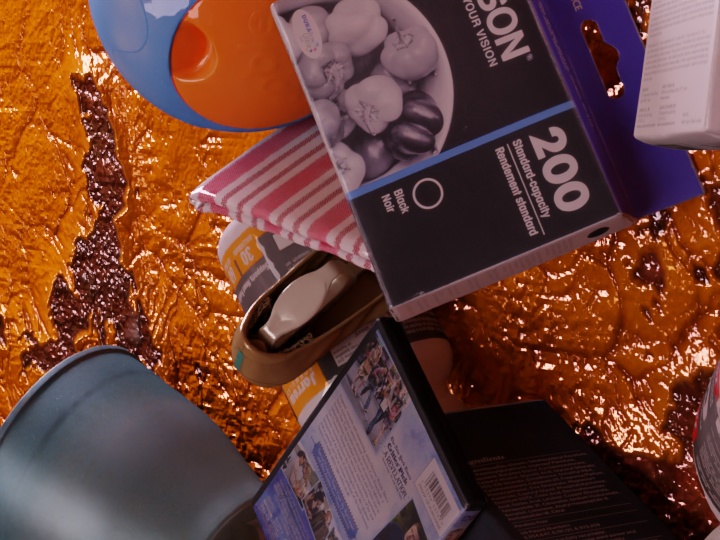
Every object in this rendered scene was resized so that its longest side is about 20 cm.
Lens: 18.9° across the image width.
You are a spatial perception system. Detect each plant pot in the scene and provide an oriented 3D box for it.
[{"bbox_3d":[-0.163,0.187,1.661,0.187,0.200,0.201,28,123,27],"label":"plant pot"}]

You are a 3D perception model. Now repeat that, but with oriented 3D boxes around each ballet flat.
[{"bbox_3d":[0.000,0.000,1.378,0.069,0.200,0.063,44,170,15],"label":"ballet flat"}]

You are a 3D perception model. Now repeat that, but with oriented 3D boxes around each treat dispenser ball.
[{"bbox_3d":[-0.078,-0.191,1.407,0.200,0.200,0.202,20,116,48],"label":"treat dispenser ball"}]

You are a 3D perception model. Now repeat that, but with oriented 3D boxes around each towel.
[{"bbox_3d":[0.003,-0.055,1.373,0.199,0.146,0.030,19,133,43],"label":"towel"}]

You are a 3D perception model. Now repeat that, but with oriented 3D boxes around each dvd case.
[{"bbox_3d":[0.000,0.146,1.360,0.200,0.017,0.143,-56,47,39],"label":"dvd case"}]

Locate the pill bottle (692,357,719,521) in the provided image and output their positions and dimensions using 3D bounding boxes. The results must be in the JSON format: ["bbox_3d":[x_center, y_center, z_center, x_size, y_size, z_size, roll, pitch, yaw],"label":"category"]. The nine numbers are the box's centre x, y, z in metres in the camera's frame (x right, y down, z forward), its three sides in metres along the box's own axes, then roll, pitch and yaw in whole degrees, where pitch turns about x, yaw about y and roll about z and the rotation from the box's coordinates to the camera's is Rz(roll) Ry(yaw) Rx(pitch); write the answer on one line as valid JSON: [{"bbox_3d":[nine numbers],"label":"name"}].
[{"bbox_3d":[0.228,0.081,1.098,0.200,0.113,0.114,82,163,-73],"label":"pill bottle"}]

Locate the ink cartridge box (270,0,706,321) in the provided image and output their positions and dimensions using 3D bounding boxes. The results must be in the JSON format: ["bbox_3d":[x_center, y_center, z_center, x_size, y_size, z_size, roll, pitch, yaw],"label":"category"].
[{"bbox_3d":[0.074,-0.100,1.256,0.043,0.199,0.199,63,-175,-79],"label":"ink cartridge box"}]

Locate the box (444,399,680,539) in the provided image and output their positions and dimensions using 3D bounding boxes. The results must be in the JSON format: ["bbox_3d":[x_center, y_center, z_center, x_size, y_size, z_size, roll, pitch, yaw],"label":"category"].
[{"bbox_3d":[0.106,0.197,1.334,0.200,0.106,0.149,47,136,50],"label":"box"}]

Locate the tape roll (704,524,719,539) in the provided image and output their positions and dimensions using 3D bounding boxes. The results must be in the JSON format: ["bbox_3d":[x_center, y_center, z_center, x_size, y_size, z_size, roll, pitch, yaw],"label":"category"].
[{"bbox_3d":[0.259,0.233,1.233,0.202,0.037,0.204,22,118,48],"label":"tape roll"}]

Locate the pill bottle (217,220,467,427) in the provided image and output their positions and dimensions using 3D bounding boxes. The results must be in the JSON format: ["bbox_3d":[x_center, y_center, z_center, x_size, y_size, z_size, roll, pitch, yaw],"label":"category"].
[{"bbox_3d":[-0.007,0.043,1.459,0.116,0.116,0.201,-49,62,48],"label":"pill bottle"}]

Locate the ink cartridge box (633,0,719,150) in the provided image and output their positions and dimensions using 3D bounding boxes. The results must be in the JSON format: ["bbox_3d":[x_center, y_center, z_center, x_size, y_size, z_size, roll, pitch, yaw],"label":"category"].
[{"bbox_3d":[0.193,-0.165,1.140,0.163,0.057,0.201,-154,75,-84],"label":"ink cartridge box"}]
